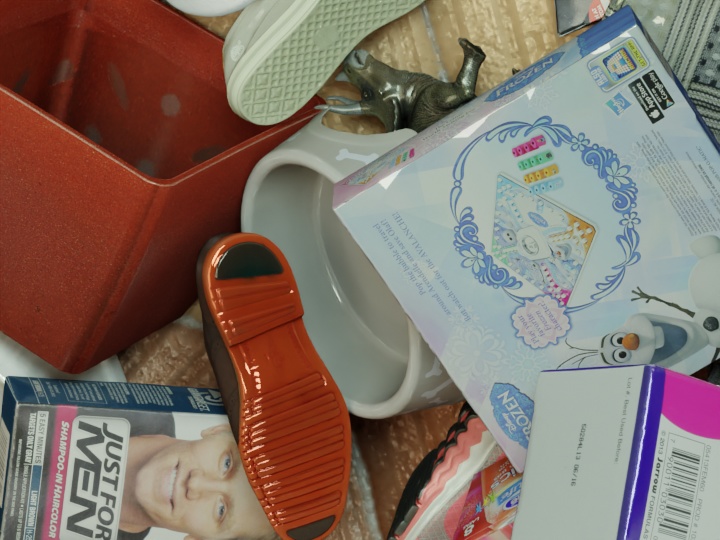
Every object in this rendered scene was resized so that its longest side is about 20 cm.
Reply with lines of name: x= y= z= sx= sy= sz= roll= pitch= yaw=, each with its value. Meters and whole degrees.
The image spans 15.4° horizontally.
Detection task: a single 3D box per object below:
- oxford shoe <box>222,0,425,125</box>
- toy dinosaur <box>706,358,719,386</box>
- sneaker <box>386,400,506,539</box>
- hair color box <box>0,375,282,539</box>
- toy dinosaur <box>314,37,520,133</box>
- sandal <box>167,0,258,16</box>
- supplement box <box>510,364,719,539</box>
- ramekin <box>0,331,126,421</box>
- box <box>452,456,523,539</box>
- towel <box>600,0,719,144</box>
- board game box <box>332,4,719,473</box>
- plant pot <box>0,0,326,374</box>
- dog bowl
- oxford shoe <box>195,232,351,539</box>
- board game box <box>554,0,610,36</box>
oxford shoe: x=-0.011 y=-0.173 z=1.629 sx=0.200 sy=0.075 sz=0.058 roll=-43 pitch=42 yaw=3
toy dinosaur: x=0.208 y=0.085 z=1.596 sx=0.200 sy=0.047 sz=0.088 roll=-41 pitch=96 yaw=25
sneaker: x=0.083 y=0.136 z=1.649 sx=0.087 sy=0.074 sz=0.200 roll=32 pitch=118 yaw=-4
hair color box: x=-0.130 y=0.128 z=1.692 sx=0.199 sy=0.061 sz=0.100 roll=4 pitch=103 yaw=-16
toy dinosaur: x=0.064 y=-0.071 z=1.607 sx=0.102 sy=0.077 sz=0.200 roll=-48 pitch=50 yaw=20
sandal: x=-0.041 y=-0.235 z=1.662 sx=0.207 sy=0.059 sz=0.079 roll=-44 pitch=82 yaw=2
supplement box: x=0.195 y=0.125 z=1.478 sx=0.103 sy=0.200 sz=0.102 roll=-7 pitch=68 yaw=55
ramekin: x=-0.260 y=0.100 z=1.771 sx=0.202 sy=0.094 sz=0.203 roll=8 pitch=113 yaw=19
box: x=0.150 y=0.199 z=1.577 sx=0.095 sy=0.100 sz=0.200 roll=-31 pitch=106 yaw=25
towel: x=0.220 y=-0.097 z=1.508 sx=0.192 sy=0.035 sz=0.200 roll=18 pitch=112 yaw=-11
board game box: x=0.120 y=-0.015 z=1.499 sx=0.199 sy=0.043 sz=0.200 roll=-31 pitch=110 yaw=12
plant pot: x=-0.172 y=-0.055 z=1.682 sx=0.200 sy=0.200 sz=0.177 roll=31 pitch=121 yaw=18
dog bowl: x=0.000 y=0.000 z=1.619 sx=0.200 sy=0.059 sz=0.201 roll=35 pitch=138 yaw=40
oxford shoe: x=-0.055 y=0.071 z=1.646 sx=0.071 sy=0.073 sz=0.201 roll=-15 pitch=99 yaw=-17
board game box: x=0.184 y=-0.229 z=1.549 sx=0.199 sy=0.062 sz=0.201 roll=12 pitch=106 yaw=19
